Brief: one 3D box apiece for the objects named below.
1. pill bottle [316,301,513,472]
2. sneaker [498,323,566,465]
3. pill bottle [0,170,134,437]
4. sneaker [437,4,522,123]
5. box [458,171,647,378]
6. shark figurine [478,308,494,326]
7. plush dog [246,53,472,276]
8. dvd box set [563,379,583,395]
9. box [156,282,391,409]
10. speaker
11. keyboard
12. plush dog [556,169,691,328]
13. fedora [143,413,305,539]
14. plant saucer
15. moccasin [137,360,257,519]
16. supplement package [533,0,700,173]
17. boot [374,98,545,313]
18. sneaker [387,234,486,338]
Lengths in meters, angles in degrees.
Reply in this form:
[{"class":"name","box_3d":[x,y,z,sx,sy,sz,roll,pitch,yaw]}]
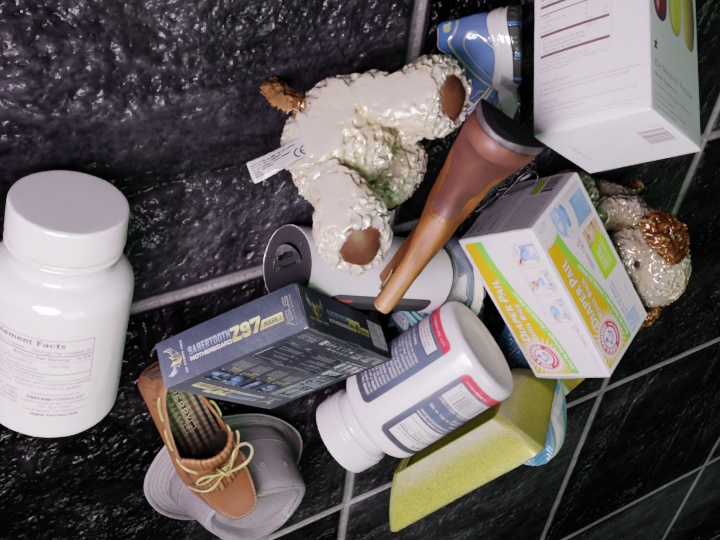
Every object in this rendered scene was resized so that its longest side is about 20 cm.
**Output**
[{"class":"pill bottle","box_3d":[0.054,0.134,0.998,0.200,0.120,0.119,-35,144,18]},{"class":"sneaker","box_3d":[0.219,0.138,1.142,0.081,0.076,0.201,3,87,-65]},{"class":"pill bottle","box_3d":[-0.243,0.027,0.733,0.114,0.114,0.201,-8,132,-34]},{"class":"sneaker","box_3d":[0.118,-0.179,0.879,0.077,0.076,0.200,0,150,10]},{"class":"box","box_3d":[0.216,0.010,1.005,0.113,0.101,0.200,-47,115,-34]},{"class":"shark figurine","box_3d":[0.170,0.115,1.183,0.128,0.090,0.214,-48,139,12]},{"class":"plush dog","box_3d":[0.002,-0.100,0.811,0.201,0.160,0.172,-60,159,-2]},{"class":"dvd box set","box_3d":[0.350,0.088,1.347,0.200,0.029,0.146,-42,142,1]},{"class":"box","box_3d":[-0.079,0.081,0.900,0.157,0.051,0.200,-25,157,18]},{"class":"speaker","box_3d":[0.000,0.000,0.936,0.199,0.081,0.081,5,124,-42]},{"class":"keyboard","box_3d":[0.157,-0.093,0.956,0.200,0.040,0.104,-42,178,15]},{"class":"plush dog","box_3d":[0.318,-0.027,1.080,0.160,0.172,0.200,-24,139,-17]},{"class":"fedora","box_3d":[-0.141,0.254,1.057,0.200,0.090,0.177,19,114,-47]},{"class":"plant saucer","box_3d":[0.120,0.187,1.030,0.199,0.048,0.200,-35,-176,23]},{"class":"moccasin","box_3d":[-0.156,0.180,0.932,0.073,0.078,0.202,-27,118,-20]},{"class":"supplement package","box_3d":[0.228,-0.206,0.812,0.114,0.109,0.201,18,70,-48]},{"class":"boot","box_3d":[0.067,-0.051,0.792,0.068,0.188,0.200,36,101,-7]},{"class":"sneaker","box_3d":[0.081,0.049,1.053,0.086,0.078,0.201,-11,133,-27]}]
